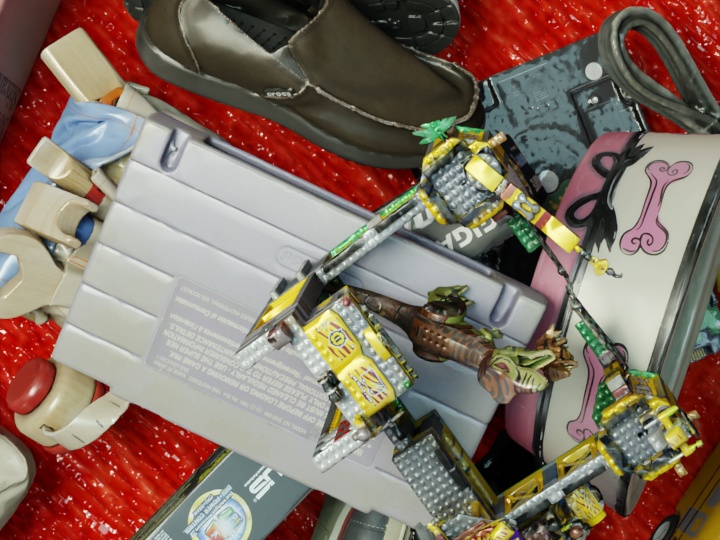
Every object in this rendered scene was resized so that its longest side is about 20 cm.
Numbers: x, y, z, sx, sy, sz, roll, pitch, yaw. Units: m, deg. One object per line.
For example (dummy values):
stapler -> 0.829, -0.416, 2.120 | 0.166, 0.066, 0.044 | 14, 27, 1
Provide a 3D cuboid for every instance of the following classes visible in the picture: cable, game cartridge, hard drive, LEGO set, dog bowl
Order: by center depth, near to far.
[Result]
LEGO set -> 0.044, 0.047, 0.560 | 0.153, 0.116, 0.201 | -27, 100, 11
game cartridge -> -0.030, 0.027, 0.641 | 0.199, 0.038, 0.130 | 25, 109, 0
dog bowl -> 0.135, 0.019, 0.714 | 0.073, 0.200, 0.202 | 19, 87, 17
cable -> 0.214, -0.072, 0.800 | 0.097, 0.050, 0.201 | -33, 108, -16
hard drive -> 0.119, -0.023, 0.822 | 0.139, 0.038, 0.202 | -23, 89, -3

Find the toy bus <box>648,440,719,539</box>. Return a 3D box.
toy bus -> 0.226, 0.142, 0.803 | 0.065, 0.078, 0.201 | 35, 87, -2

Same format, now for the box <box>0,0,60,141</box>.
box -> -0.246, -0.121, 0.760 | 0.108, 0.128, 0.202 | 22, 88, -3

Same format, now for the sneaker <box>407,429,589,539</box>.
sneaker -> 0.045, 0.159, 0.747 | 0.200, 0.069, 0.100 | -45, 132, -33

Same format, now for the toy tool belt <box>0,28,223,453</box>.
toy tool belt -> -0.161, -0.017, 0.747 | 0.123, 0.124, 0.201 | 36, 72, -30

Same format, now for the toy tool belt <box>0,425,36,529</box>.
toy tool belt -> -0.285, 0.104, 0.757 | 0.199, 0.125, 0.123 | 33, 79, -1

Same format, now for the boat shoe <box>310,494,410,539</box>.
boat shoe -> 0.010, 0.146, 0.796 | 0.062, 0.071, 0.201 | 24, 88, -9

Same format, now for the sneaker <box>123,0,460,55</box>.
sneaker -> -0.038, -0.174, 0.813 | 0.198, 0.076, 0.088 | 3, 59, 4

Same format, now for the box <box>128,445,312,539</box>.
box -> -0.096, 0.148, 0.745 | 0.044, 0.160, 0.200 | 44, 86, -2

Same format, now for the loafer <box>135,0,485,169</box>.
loafer -> -0.021, -0.114, 0.749 | 0.198, 0.072, 0.073 | 15, 50, -10

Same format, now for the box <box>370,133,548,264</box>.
box -> 0.000, 0.000, 0.731 | 0.199, 0.159, 0.046 | -32, 91, 12
